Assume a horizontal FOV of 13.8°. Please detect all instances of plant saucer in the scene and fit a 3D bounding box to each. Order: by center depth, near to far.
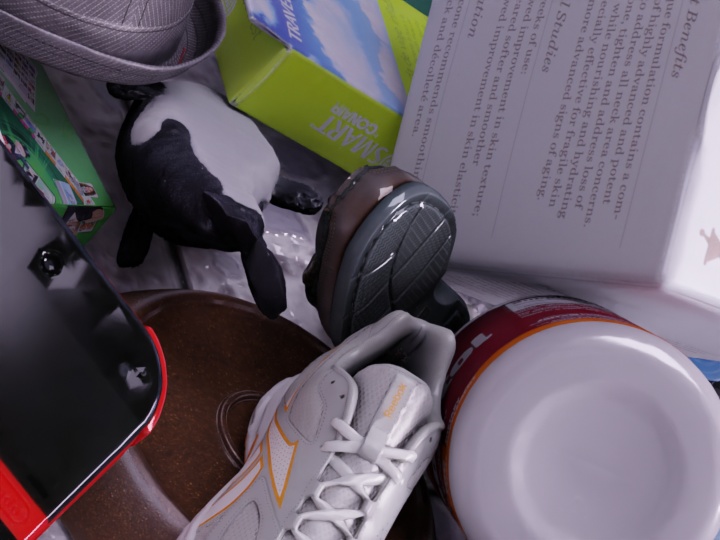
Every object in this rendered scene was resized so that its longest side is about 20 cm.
[{"bbox_3d":[-0.044,0.079,1.225,0.200,0.034,0.200,28,35,-21],"label":"plant saucer"}]

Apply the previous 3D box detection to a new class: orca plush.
[{"bbox_3d":[-0.071,-0.021,1.274,0.105,0.071,0.200,27,14,-30],"label":"orca plush"}]

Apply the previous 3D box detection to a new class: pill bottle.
[{"bbox_3d":[0.083,0.069,1.234,0.113,0.113,0.200,38,0,-5],"label":"pill bottle"}]

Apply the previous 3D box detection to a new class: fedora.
[{"bbox_3d":[-0.129,-0.169,1.286,0.177,0.090,0.200,9,34,-36],"label":"fedora"}]

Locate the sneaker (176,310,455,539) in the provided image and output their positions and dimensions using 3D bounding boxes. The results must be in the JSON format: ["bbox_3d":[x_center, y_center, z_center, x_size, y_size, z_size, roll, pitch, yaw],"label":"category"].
[{"bbox_3d":[-0.013,0.082,1.138,0.076,0.092,0.200,33,35,-12],"label":"sneaker"}]

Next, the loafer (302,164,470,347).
[{"bbox_3d":[0.000,0.000,1.265,0.063,0.072,0.200,40,-11,18],"label":"loafer"}]

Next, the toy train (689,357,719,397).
[{"bbox_3d":[0.200,-0.030,1.454,0.087,0.200,0.114,4,38,-43],"label":"toy train"}]

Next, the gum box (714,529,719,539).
[{"bbox_3d":[0.173,0.189,1.204,0.200,0.045,0.170,32,42,24],"label":"gum box"}]

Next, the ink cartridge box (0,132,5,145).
[{"bbox_3d":[-0.206,-0.058,1.129,0.116,0.067,0.200,-15,85,-37],"label":"ink cartridge box"}]

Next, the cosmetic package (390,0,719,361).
[{"bbox_3d":[0.141,-0.055,1.331,0.166,0.200,0.168,21,82,-37],"label":"cosmetic package"}]

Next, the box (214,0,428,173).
[{"bbox_3d":[-0.004,-0.096,1.413,0.200,0.048,0.122,30,28,-36],"label":"box"}]

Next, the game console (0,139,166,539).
[{"bbox_3d":[-0.177,0.021,1.071,0.177,0.031,0.200,-44,102,-31],"label":"game console"}]

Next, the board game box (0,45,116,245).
[{"bbox_3d":[-0.201,-0.097,1.267,0.134,0.029,0.200,1,50,-46],"label":"board game box"}]

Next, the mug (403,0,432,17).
[{"bbox_3d":[0.060,-0.189,1.560,0.185,0.114,0.152,31,35,-17],"label":"mug"}]
